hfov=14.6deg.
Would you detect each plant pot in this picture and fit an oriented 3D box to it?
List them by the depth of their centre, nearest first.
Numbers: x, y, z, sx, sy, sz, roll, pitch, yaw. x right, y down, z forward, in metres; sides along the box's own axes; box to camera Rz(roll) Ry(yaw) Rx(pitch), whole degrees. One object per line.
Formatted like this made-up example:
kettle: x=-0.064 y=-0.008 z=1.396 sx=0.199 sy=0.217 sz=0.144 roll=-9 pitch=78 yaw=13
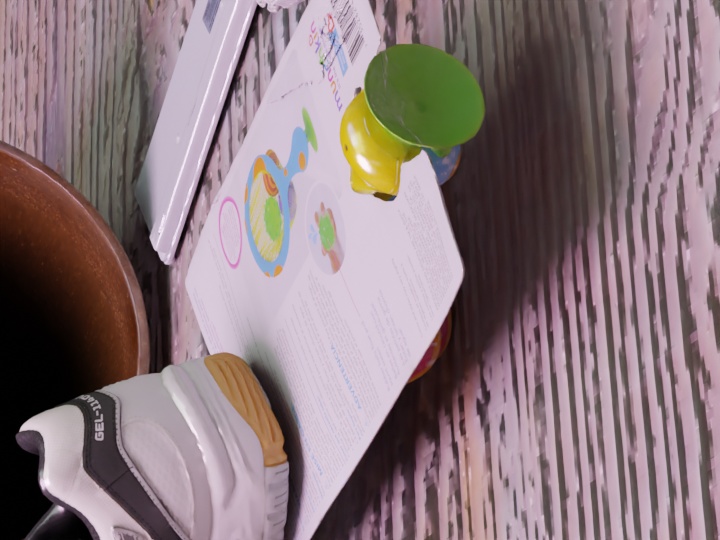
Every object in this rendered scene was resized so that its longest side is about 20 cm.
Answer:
plant pot: x=-0.190 y=0.066 z=1.172 sx=0.200 sy=0.186 sz=0.188 roll=114 pitch=156 yaw=-65

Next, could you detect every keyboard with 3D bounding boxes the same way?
keyboard: x=-0.053 y=-0.100 z=1.086 sx=0.056 sy=0.011 sz=0.200 roll=-109 pitch=35 yaw=-57

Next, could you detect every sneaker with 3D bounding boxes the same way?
sneaker: x=-0.077 y=0.115 z=0.929 sx=0.076 sy=0.087 sz=0.201 roll=-127 pitch=32 yaw=-51

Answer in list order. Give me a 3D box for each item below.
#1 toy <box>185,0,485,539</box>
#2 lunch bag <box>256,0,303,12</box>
toy: x=0.000 y=0.000 z=0.864 sx=0.200 sy=0.047 sz=0.115 roll=114 pitch=142 yaw=-57
lunch bag: x=-0.073 y=-0.179 z=0.921 sx=0.168 sy=0.199 sz=0.140 roll=-57 pitch=31 yaw=39
